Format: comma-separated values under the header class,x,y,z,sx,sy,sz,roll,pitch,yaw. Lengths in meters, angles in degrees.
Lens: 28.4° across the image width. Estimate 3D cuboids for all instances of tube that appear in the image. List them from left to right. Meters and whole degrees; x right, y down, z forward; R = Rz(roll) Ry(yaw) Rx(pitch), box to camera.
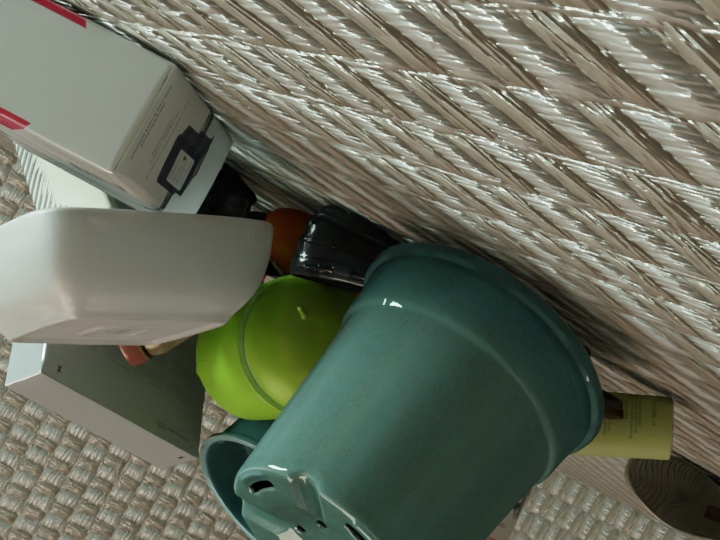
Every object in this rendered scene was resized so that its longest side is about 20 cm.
class,x,y,z,sx,sy,sz,roll,pitch,yaw
tube,0.152,0.122,1.153,0.199,0.052,0.058,3,-169,9

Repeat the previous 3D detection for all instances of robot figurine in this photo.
class,x,y,z,sx,sy,sz,roll,pitch,yaw
robot figurine,-0.066,0.066,1.199,0.175,0.116,0.200,38,156,-18

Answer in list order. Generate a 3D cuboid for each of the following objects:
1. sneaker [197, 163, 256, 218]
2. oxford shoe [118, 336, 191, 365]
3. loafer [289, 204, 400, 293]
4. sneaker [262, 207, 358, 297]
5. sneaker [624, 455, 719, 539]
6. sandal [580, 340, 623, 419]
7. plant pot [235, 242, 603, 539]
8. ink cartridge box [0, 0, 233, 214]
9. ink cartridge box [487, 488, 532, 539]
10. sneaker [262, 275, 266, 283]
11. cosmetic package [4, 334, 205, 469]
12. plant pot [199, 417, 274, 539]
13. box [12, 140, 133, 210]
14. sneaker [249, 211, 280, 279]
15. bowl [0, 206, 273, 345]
class,x,y,z,sx,sy,sz,roll,pitch,yaw
sneaker,-0.134,-0.074,1.194,0.087,0.076,0.200,24,-176,8
oxford shoe,-0.169,0.000,1.248,0.201,0.074,0.071,-96,-13,-45
loafer,0.036,0.019,1.107,0.200,0.071,0.068,27,175,19
sneaker,0.000,0.000,1.249,0.200,0.073,0.077,32,148,-24
sneaker,0.376,0.267,1.621,0.199,0.075,0.106,29,173,-6
sandal,0.154,0.074,1.116,0.081,0.055,0.200,3,-169,-1
plant pot,0.029,0.119,0.969,0.200,0.196,0.201,29,146,22
ink cartridge box,-0.184,-0.110,0.985,0.144,0.085,0.200,28,174,9
ink cartridge box,0.115,0.159,1.286,0.084,0.201,0.145,23,173,21
sneaker,-0.139,0.035,1.456,0.081,0.088,0.200,36,-176,-12
cosmetic package,-0.220,0.071,1.282,0.052,0.151,0.200,-21,141,29
plant pot,-0.014,0.162,1.339,0.200,0.196,0.201,30,148,21
box,-0.240,-0.077,1.228,0.082,0.068,0.200,45,-169,-45
sneaker,-0.035,0.008,1.480,0.200,0.076,0.115,36,-175,14
bowl,-0.183,0.011,1.060,0.199,0.075,0.200,4,169,-36
